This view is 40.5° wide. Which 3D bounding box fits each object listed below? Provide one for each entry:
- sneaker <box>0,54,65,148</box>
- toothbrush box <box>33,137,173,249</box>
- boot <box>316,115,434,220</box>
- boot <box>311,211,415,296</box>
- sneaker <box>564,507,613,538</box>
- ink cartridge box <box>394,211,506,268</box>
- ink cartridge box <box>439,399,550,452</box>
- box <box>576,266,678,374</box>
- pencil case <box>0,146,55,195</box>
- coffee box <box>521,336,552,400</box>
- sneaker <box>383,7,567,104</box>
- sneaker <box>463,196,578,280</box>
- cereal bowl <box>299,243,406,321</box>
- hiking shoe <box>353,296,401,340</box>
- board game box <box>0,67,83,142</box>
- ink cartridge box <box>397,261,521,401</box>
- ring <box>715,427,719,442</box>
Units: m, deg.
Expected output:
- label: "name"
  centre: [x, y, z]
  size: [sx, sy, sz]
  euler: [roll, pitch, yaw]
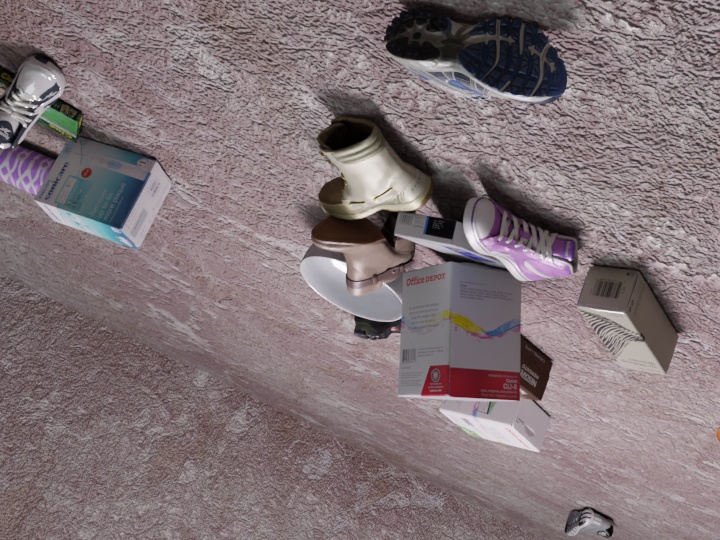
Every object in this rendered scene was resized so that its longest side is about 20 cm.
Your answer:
- label: "sneaker"
  centre: [-0.554, -0.257, 1.578]
  size: [0.197, 0.131, 0.079]
  euler: [-15, 136, 46]
- label: "toothbrush box"
  centre: [-0.466, -0.144, 1.774]
  size: [0.197, 0.148, 0.086]
  euler: [18, 160, 21]
- label: "boot"
  centre: [-0.014, -0.141, 1.348]
  size: [0.198, 0.073, 0.154]
  euler: [-2, 149, 43]
- label: "boot"
  centre: [0.002, -0.020, 1.488]
  size: [0.197, 0.071, 0.148]
  euler: [-10, 141, -27]
- label: "sneaker"
  centre: [0.675, 0.752, 2.855]
  size: [0.114, 0.076, 0.200]
  euler: [22, 160, 0]
- label: "ink cartridge box"
  centre: [0.140, -0.043, 1.412]
  size: [0.098, 0.040, 0.199]
  euler: [11, 176, 33]
- label: "ink cartridge box"
  centre: [0.297, 0.317, 2.150]
  size: [0.198, 0.085, 0.145]
  euler: [6, 154, 43]
- label: "box"
  centre: [0.391, 0.074, 1.422]
  size: [0.081, 0.069, 0.200]
  euler: [7, 154, 40]
- label: "pencil case"
  centre: [-0.668, -0.204, 1.970]
  size: [0.197, 0.085, 0.085]
  euler: [24, -163, 7]
- label: "coffee box"
  centre: [0.249, 0.179, 1.853]
  size: [0.114, 0.081, 0.198]
  euler: [36, 158, -31]
- label: "sneaker"
  centre: [0.125, -0.214, 1.008]
  size: [0.198, 0.078, 0.085]
  euler: [24, 173, 25]
- label: "sneaker"
  centre: [0.228, -0.046, 1.318]
  size: [0.113, 0.074, 0.199]
  euler: [0, 160, 42]
- label: "cereal bowl"
  centre: [0.000, 0.000, 1.671]
  size: [0.197, 0.084, 0.201]
  euler: [21, 157, 10]
- label: "hiking shoe"
  centre: [0.082, 0.067, 1.762]
  size: [0.196, 0.103, 0.076]
  euler: [-6, 173, -2]
- label: "board game box"
  centre: [-0.578, -0.297, 1.700]
  size: [0.198, 0.024, 0.105]
  euler: [30, 158, -12]
- label: "ink cartridge box"
  centre: [0.155, 0.099, 1.526]
  size: [0.142, 0.204, 0.145]
  euler: [7, 171, -29]
- label: "ring"
  centre: [0.734, 0.327, 1.745]
  size: [0.197, 0.019, 0.201]
  euler: [21, 160, 8]
